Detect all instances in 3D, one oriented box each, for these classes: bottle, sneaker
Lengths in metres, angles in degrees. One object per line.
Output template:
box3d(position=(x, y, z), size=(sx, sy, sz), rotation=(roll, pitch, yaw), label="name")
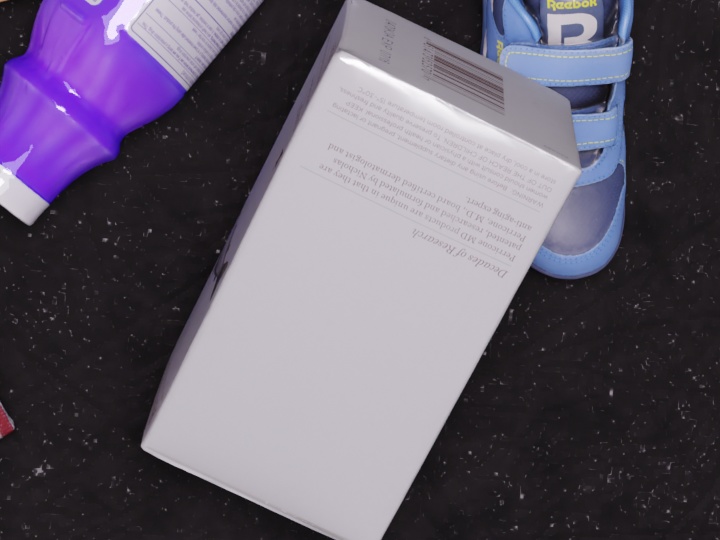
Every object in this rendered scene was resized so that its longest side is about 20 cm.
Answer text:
box3d(position=(-0.105, -0.111, 1.019), size=(0.065, 0.084, 0.200), rotation=(38, 87, 28), label="bottle")
box3d(position=(0.091, -0.094, 1.044), size=(0.074, 0.082, 0.200), rotation=(-6, 94, -8), label="sneaker")

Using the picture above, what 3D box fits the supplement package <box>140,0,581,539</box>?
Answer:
box3d(position=(0.000, 0.000, 0.989), size=(0.117, 0.117, 0.200), rotation=(25, 108, -7), label="supplement package")

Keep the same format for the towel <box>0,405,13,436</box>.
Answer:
box3d(position=(-0.268, 0.072, 0.988), size=(0.200, 0.023, 0.144), rotation=(-27, 132, -7), label="towel")
